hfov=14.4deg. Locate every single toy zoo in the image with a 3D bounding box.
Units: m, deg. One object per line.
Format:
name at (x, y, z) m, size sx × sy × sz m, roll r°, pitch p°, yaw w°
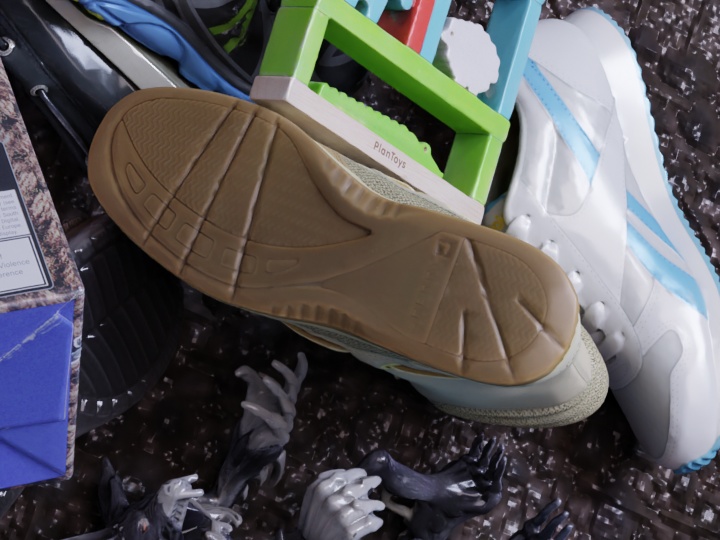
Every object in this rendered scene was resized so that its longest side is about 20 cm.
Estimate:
toy zoo at (0.031, -0.133, 1.120) m, size 0.131 × 0.020 × 0.200 m, roll 31°, pitch 71°, yaw -47°

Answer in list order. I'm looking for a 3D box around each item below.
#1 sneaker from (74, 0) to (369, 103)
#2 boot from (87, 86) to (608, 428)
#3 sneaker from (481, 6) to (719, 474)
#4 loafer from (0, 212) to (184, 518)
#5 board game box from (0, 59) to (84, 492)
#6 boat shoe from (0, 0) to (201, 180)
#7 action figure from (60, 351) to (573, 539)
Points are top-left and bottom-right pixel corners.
sneaker at (-0.050, -0.119, 1.107) m, size 0.199 × 0.083 × 0.071 m, roll 29°, pitch 25°, yaw -49°
boot at (0.000, 0.000, 1.107) m, size 0.200 × 0.155 × 0.073 m, roll 21°, pitch 84°, yaw 15°
sneaker at (0.093, -0.007, 1.189) m, size 0.081 × 0.077 × 0.200 m, roll -16°, pitch 78°, yaw -22°
loafer at (-0.140, 0.036, 1.068) m, size 0.200 × 0.071 × 0.073 m, roll -44°, pitch 126°, yaw -45°
board game box at (-0.198, -0.018, 0.984) m, size 0.159 × 0.097 × 0.200 m, roll -9°, pitch 48°, yaw -17°
boat shoe at (-0.149, -0.107, 1.104) m, size 0.199 × 0.075 × 0.066 m, roll 41°, pitch 101°, yaw -17°
action figure at (-0.026, 0.092, 1.091) m, size 0.200 × 0.102 × 0.119 m, roll -2°, pitch 37°, yaw -28°
